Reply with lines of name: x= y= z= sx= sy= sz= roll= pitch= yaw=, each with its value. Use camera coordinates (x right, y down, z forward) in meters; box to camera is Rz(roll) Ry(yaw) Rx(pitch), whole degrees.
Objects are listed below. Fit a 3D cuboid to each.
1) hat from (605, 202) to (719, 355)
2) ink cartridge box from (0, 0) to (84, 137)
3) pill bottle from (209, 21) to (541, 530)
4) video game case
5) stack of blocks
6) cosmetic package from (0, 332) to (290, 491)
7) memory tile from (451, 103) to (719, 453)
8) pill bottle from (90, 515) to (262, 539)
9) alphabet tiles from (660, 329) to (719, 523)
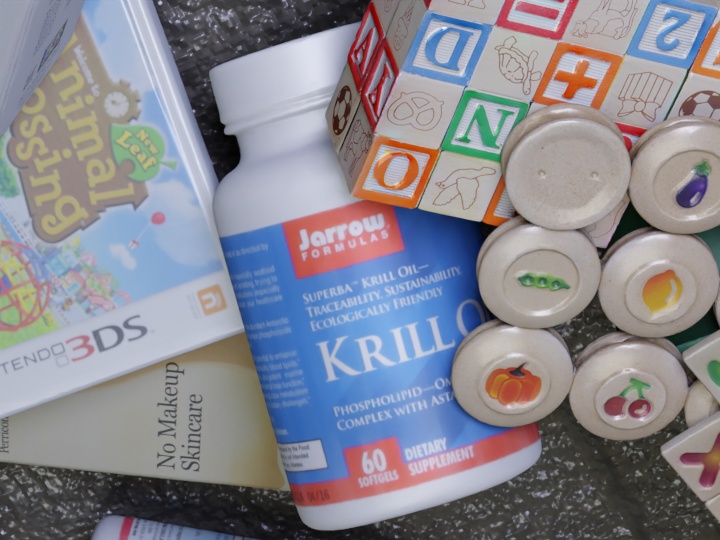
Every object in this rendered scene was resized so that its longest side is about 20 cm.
hat: x=0.139 y=-0.059 z=1.211 sx=0.199 sy=0.165 sz=0.177 roll=-20 pitch=90 yaw=-23
ink cartridge box: x=-0.201 y=-0.164 z=1.113 sx=0.199 sy=0.084 sz=0.176 roll=32 pitch=148 yaw=0
pill bottle: x=0.000 y=0.000 z=1.187 sx=0.111 sy=0.112 sz=0.201 roll=-16 pitch=93 yaw=15
video game case: x=-0.159 y=-0.041 z=1.230 sx=0.181 sy=0.022 sz=0.201 roll=-19 pitch=94 yaw=9
stack of blocks: x=0.100 y=-0.073 z=1.106 sx=0.199 sy=0.059 sz=0.116 roll=10 pitch=122 yaw=-20
cosmetic package: x=-0.075 y=0.040 z=1.300 sx=0.198 sy=0.071 sz=0.106 roll=4 pitch=122 yaw=2
memory tile: x=0.142 y=0.010 z=1.112 sx=0.198 sy=0.017 sz=0.154 roll=8 pitch=122 yaw=-10
pill bottle: x=-0.042 y=0.189 z=1.371 sx=0.198 sy=0.109 sz=0.109 roll=10 pitch=123 yaw=-1
alphabet tiles: x=0.231 y=0.056 z=1.129 sx=0.199 sy=0.006 sz=0.167 roll=-33 pitch=118 yaw=19
